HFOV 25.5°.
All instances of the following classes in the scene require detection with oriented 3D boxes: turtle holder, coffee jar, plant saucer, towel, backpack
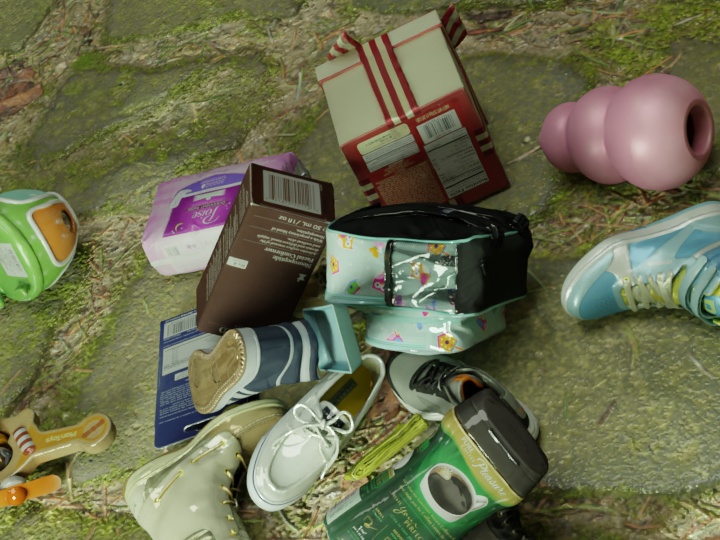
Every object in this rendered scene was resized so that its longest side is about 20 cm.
[{"bbox_3d":[-0.444,-0.033,2.068,0.132,0.141,0.185,-41,-1,-34],"label":"turtle holder"},{"bbox_3d":[0.070,0.202,1.438,0.200,0.105,0.085,-40,0,9],"label":"coffee jar"},{"bbox_3d":[-0.029,0.068,1.630,0.019,0.071,0.200,-16,0,-10],"label":"plant saucer"},{"bbox_3d":[0.020,0.174,1.548,0.086,0.200,0.018,-37,86,-8],"label":"towel"},{"bbox_3d":[0.061,0.003,1.655,0.198,0.155,0.175,13,17,25],"label":"backpack"}]

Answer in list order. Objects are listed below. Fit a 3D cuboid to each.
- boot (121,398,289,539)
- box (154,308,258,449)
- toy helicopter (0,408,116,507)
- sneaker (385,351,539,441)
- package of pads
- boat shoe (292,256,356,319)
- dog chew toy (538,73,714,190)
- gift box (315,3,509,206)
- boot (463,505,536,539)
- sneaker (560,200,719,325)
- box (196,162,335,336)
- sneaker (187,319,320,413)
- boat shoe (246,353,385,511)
[{"bbox_3d":[-0.136,0.233,1.649,0.199,0.072,0.155,-30,44,-7],"label":"boot"},{"bbox_3d":[-0.174,0.119,1.811,0.120,0.033,0.201,-19,41,14],"label":"box"},{"bbox_3d":[-0.372,0.210,1.812,0.198,0.079,0.133,-15,44,13],"label":"toy helicopter"},{"bbox_3d":[0.097,0.119,1.611,0.199,0.080,0.074,25,67,45],"label":"sneaker"},{"bbox_3d":[-0.162,-0.067,1.953,0.198,0.076,0.121,-11,44,22],"label":"package of pads"},{"bbox_3d":[0.000,0.000,1.798,0.198,0.063,0.074,-17,43,16],"label":"boat shoe"},{"bbox_3d":[0.282,-0.148,1.735,0.199,0.125,0.125,-1,49,42],"label":"dog chew toy"},{"bbox_3d":[0.060,-0.189,1.850,0.183,0.201,0.188,-21,40,4],"label":"gift box"},{"bbox_3d":[0.136,0.232,1.483,0.198,0.069,0.175,-18,43,18],"label":"boot"},{"bbox_3d":[0.304,0.017,1.585,0.199,0.080,0.131,-28,40,6],"label":"sneaker"},{"bbox_3d":[-0.108,-0.014,1.753,0.099,0.201,0.075,13,42,-16],"label":"box"},{"bbox_3d":[-0.111,0.103,1.694,0.108,0.200,0.071,-7,77,-26],"label":"sneaker"},{"bbox_3d":[-0.036,0.159,1.628,0.202,0.075,0.086,-46,1,-31],"label":"boat shoe"}]
